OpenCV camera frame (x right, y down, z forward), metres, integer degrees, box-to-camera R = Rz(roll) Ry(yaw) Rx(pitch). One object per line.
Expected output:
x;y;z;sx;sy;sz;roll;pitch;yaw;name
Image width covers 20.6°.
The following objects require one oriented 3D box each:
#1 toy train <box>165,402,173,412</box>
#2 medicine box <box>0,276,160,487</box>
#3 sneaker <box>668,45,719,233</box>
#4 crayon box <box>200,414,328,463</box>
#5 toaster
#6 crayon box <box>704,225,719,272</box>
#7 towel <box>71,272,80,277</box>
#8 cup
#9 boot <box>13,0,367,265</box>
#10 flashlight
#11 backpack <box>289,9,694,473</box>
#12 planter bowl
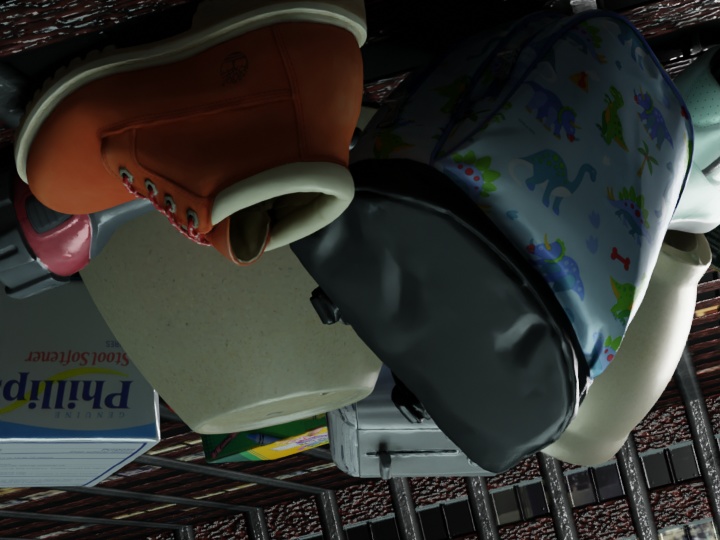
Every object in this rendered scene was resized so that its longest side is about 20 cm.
-0.205;0.071;1.423;0.199;0.085;0.116;-11;-178;-11;toy train
-0.235;0.073;1.220;0.182;0.103;0.200;1;165;-20;medicine box
0.212;-0.081;1.144;0.118;0.074;0.200;-44;170;26;sneaker
-0.049;0.141;1.985;0.200;0.058;0.119;-20;167;31;crayon box
0.034;0.058;1.406;0.129;0.200;0.114;-6;142;-4;toaster
0.307;-0.016;1.446;0.200;0.127;0.051;5;115;-57;crayon box
-0.154;0.014;1.248;0.199;0.018;0.086;-4;170;2;towel
-0.057;0.009;1.090;0.200;0.144;0.200;-13;170;-2;cup
-0.080;-0.046;0.862;0.200;0.108;0.075;-21;156;38;boot
-0.096;-0.048;0.974;0.200;0.068;0.068;-21;134;16;flashlight
0.074;-0.036;0.930;0.154;0.163;0.200;-32;-164;27;backpack
0.125;-0.001;1.198;0.135;0.200;0.200;-48;154;23;planter bowl
